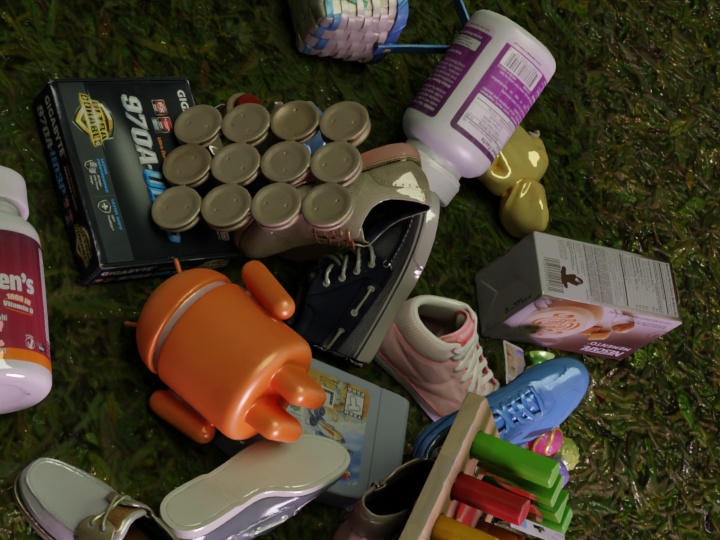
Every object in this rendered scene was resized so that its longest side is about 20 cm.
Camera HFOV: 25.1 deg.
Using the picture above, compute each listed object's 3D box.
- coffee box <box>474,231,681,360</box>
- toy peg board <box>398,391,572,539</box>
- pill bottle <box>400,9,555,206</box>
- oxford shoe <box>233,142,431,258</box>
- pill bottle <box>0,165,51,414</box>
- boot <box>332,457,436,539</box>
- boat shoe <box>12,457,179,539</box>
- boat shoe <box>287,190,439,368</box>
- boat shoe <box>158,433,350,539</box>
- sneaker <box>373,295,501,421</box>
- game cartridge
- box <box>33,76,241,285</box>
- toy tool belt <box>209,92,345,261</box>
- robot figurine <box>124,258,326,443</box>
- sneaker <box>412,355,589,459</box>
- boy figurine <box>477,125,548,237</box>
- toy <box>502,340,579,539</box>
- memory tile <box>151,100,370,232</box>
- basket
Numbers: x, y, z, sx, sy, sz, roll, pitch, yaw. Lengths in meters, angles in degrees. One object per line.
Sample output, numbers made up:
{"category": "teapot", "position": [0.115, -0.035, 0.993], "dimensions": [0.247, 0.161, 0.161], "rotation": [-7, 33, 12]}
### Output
{"category": "coffee box", "position": [0.241, 0.031, 1.791], "dimensions": [0.199, 0.114, 0.080], "rotation": [11, 60, -31]}
{"category": "toy peg board", "position": [0.116, 0.250, 1.490], "dimensions": [0.097, 0.200, 0.200], "rotation": [19, 69, 22]}
{"category": "pill bottle", "position": [0.116, -0.174, 1.767], "dimensions": [0.112, 0.112, 0.200], "rotation": [36, 87, -14]}
{"category": "oxford shoe", "position": [-0.027, -0.052, 1.552], "dimensions": [0.071, 0.199, 0.074], "rotation": [51, 16, -59]}
{"category": "pill bottle", "position": [-0.329, 0.016, 1.405], "dimensions": [0.109, 0.109, 0.201], "rotation": [5, 64, -33]}
{"category": "boot", "position": [0.052, 0.229, 1.529], "dimensions": [0.070, 0.147, 0.200], "rotation": [38, 48, 22]}
{"category": "boat shoe", "position": [-0.208, 0.223, 1.391], "dimensions": [0.200, 0.068, 0.075], "rotation": [35, 52, 1]}
{"category": "boat shoe", "position": [0.000, 0.000, 1.598], "dimensions": [0.092, 0.201, 0.075], "rotation": [19, 20, -19]}
{"category": "boat shoe", "position": [-0.098, 0.209, 1.485], "dimensions": [0.199, 0.062, 0.073], "rotation": [-20, 48, -33]}
{"category": "sneaker", "position": [0.103, 0.101, 1.665], "dimensions": [0.200, 0.105, 0.076], "rotation": [40, 48, -12]}
{"category": "game cartridge", "position": [-0.044, 0.155, 1.579], "dimensions": [0.199, 0.042, 0.134], "rotation": [24, 51, -23]}
{"category": "box", "position": [-0.218, -0.090, 1.579], "dimensions": [0.158, 0.046, 0.201], "rotation": [-5, 70, -37]}
{"category": "toy tool belt", "position": [-0.060, -0.116, 1.652], "dimensions": [0.125, 0.123, 0.201], "rotation": [-29, 84, -41]}
{"category": "robot figurine", "position": [-0.124, 0.075, 1.490], "dimensions": [0.200, 0.144, 0.116], "rotation": [37, 42, 21]}
{"category": "sneaker", "position": [0.144, 0.150, 1.616], "dimensions": [0.199, 0.078, 0.066], "rotation": [-28, 88, -1]}
{"category": "boy figurine", "position": [0.166, -0.132, 1.857], "dimensions": [0.124, 0.064, 0.201], "rotation": [-19, 79, -38]}
{"category": "toy", "position": [0.197, 0.178, 1.696], "dimensions": [0.115, 0.047, 0.201], "rotation": [29, 51, -48]}
{"category": "memory tile", "position": [-0.094, -0.100, 1.547], "dimensions": [0.199, 0.017, 0.154], "rotation": [0, 56, 14]}
{"category": "basket", "position": [0.019, -0.316, 1.802], "dimensions": [0.199, 0.139, 0.177], "rotation": [-9, 72, -28]}
